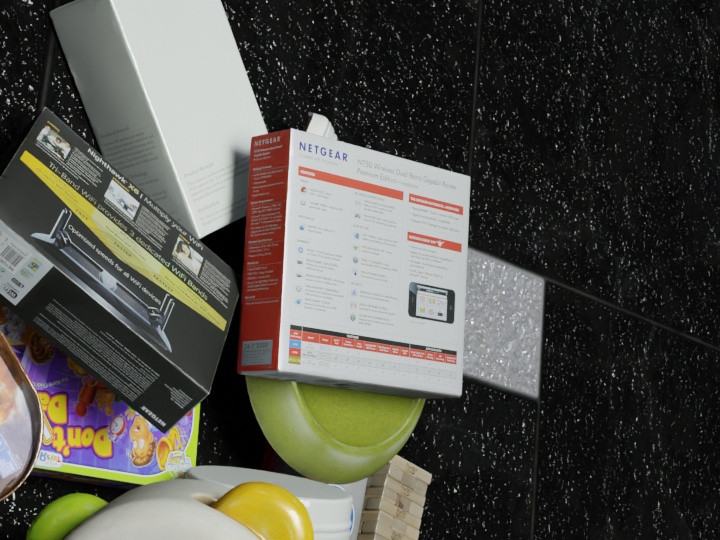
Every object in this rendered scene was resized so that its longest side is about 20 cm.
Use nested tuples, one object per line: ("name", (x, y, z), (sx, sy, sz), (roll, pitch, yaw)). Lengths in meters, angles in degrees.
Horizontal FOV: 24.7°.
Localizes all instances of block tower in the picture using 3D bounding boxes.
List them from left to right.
("block tower", (0.005, 0.257, 1.372), (0.054, 0.057, 0.202), (32, 62, -37))

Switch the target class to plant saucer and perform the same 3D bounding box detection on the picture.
("plant saucer", (-0.008, 0.069, 1.312), (0.199, 0.031, 0.203), (6, 82, -43))

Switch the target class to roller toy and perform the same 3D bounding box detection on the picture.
("roller toy", (-0.121, 0.234, 1.067), (0.140, 0.197, 0.185), (2, 81, -88))

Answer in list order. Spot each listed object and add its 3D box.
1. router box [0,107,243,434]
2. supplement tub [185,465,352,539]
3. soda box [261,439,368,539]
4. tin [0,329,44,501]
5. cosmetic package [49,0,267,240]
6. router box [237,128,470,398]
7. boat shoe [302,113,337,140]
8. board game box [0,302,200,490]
("router box", (-0.181, -0.003, 1.154), (0.200, 0.052, 0.158), (42, 25, -16))
("supplement tub", (-0.081, 0.253, 1.200), (0.131, 0.131, 0.203), (11, 88, -44))
("soda box", (-0.038, 0.167, 1.338), (0.070, 0.063, 0.202), (28, 62, -37))
("tin", (-0.288, 0.065, 1.078), (0.111, 0.042, 0.201), (-30, 91, -29))
("cosmetic package", (-0.146, -0.129, 1.274), (0.112, 0.081, 0.202), (-27, 101, -45))
("router box", (0.000, 0.000, 1.271), (0.199, 0.049, 0.182), (12, 77, -43))
("boat shoe", (-0.039, -0.029, 1.352), (0.068, 0.072, 0.202), (15, 68, -9))
("board game box", (-0.205, 0.083, 1.195), (0.199, 0.044, 0.136), (16, 71, -43))
